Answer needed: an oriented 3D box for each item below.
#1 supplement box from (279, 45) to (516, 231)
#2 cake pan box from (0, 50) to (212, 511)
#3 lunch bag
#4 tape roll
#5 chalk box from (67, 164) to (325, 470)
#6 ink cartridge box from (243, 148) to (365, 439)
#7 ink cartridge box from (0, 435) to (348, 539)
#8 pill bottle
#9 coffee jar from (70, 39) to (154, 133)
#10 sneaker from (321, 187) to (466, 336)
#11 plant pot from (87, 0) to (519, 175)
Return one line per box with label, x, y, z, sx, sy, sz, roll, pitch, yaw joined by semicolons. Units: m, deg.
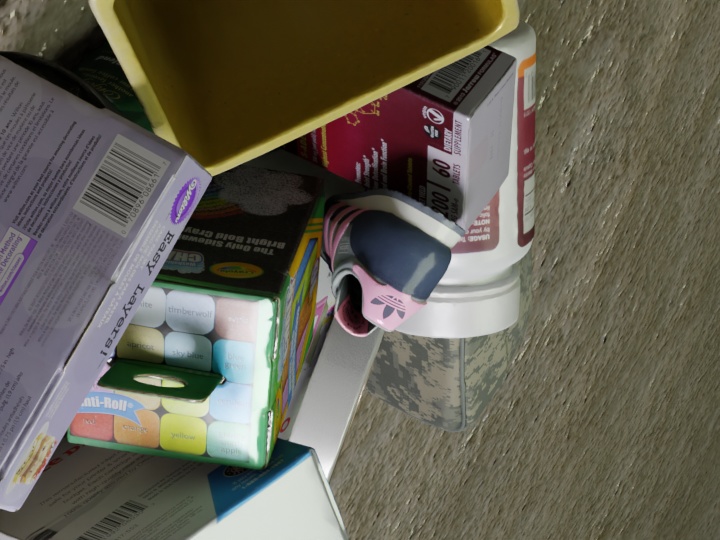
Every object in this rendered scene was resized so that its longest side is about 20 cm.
supplement box;-0.008;-0.113;1.454;0.061;0.200;0.109;-51;157;-32
cake pan box;-0.195;-0.014;1.162;0.200;0.184;0.052;-61;164;-4
lunch bag;0.068;0.005;1.869;0.168;0.139;0.200;-51;158;-25
tape roll;-0.023;0.103;1.718;0.203;0.037;0.203;20;90;-89
chalk box;-0.101;0.033;1.422;0.200;0.125;0.124;-69;167;-59
ink cartridge box;-0.082;0.031;1.623;0.145;0.085;0.200;-23;138;-61
ink cartridge box;-0.126;0.160;1.467;0.146;0.200;0.086;-34;115;-30
pill bottle;0.059;-0.064;1.598;0.114;0.114;0.200;-28;122;-56
coffee jar;-0.130;-0.081;1.367;0.200;0.085;0.104;-44;151;-42
sneaker;0.000;0.000;1.484;0.082;0.070;0.200;-63;-171;-9
plant pot;-0.059;-0.201;1.196;0.195;0.200;0.194;-26;153;-3
